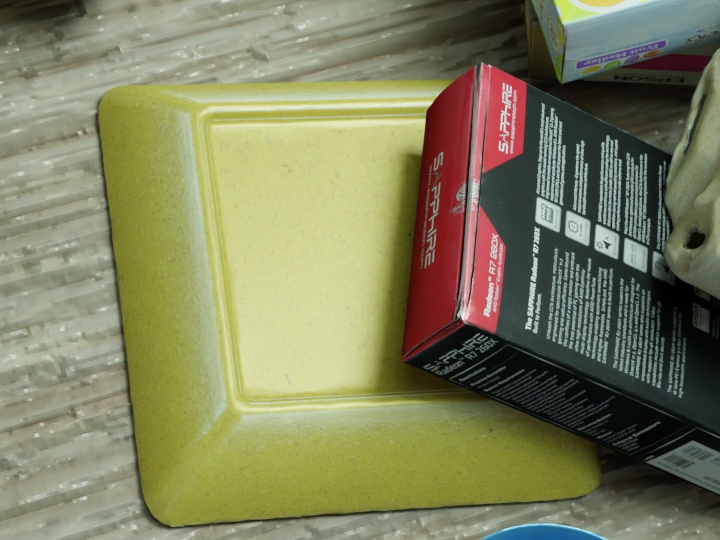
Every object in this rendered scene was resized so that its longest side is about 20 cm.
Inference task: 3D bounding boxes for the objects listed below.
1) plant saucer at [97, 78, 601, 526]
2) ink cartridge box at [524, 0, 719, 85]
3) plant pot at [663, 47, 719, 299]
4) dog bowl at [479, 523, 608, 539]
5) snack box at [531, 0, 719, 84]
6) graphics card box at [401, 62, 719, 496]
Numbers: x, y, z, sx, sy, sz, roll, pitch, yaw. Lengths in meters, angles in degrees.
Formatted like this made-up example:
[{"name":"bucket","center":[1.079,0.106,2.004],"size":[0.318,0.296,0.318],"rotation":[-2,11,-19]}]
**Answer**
[{"name":"plant saucer","center":[0.000,0.000,1.130],"size":[0.200,0.048,0.200],"rotation":[-2,68,-16]},{"name":"ink cartridge box","center":[0.175,-0.167,1.201],"size":[0.200,0.075,0.165],"rotation":[4,72,3]},{"name":"plant pot","center":[0.229,-0.028,1.074],"size":[0.183,0.200,0.201],"rotation":[20,63,-11]},{"name":"dog bowl","center":[0.061,0.200,1.057],"size":[0.111,0.050,0.200],"rotation":[21,64,-5]},{"name":"snack box","center":[0.135,-0.199,1.138],"size":[0.168,0.068,0.200],"rotation":[-15,69,-2]},{"name":"graphics card box","center":[0.113,0.010,1.114],"size":[0.200,0.051,0.126],"rotation":[22,55,-26]}]
